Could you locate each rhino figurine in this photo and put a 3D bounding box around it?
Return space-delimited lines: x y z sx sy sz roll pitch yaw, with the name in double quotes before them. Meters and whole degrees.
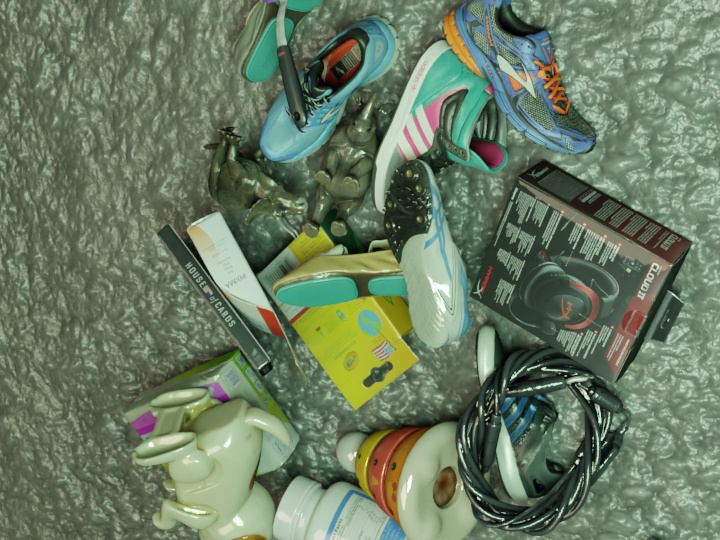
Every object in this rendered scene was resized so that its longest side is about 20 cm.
"rhino figurine" -0.011 -0.122 1.312 0.059 0.088 0.201 24 140 3

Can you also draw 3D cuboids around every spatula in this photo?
"spatula" -0.081 -0.248 1.273 0.056 0.020 0.204 -14 83 40

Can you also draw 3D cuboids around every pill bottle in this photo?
"pill bottle" -0.001 0.324 1.472 0.197 0.112 0.114 21 119 18

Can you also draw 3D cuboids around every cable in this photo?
"cable" 0.181 0.183 1.286 0.163 0.051 0.201 41 92 -8

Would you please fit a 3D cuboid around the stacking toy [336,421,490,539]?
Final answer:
"stacking toy" 0.042 0.236 1.433 0.198 0.145 0.149 8 114 48

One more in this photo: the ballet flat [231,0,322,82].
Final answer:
"ballet flat" -0.086 -0.296 1.333 0.201 0.067 0.064 -52 48 33

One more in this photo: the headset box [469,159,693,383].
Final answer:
"headset box" 0.229 0.005 1.234 0.198 0.075 0.150 31 122 19

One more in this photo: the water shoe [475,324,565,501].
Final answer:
"water shoe" 0.177 0.151 1.343 0.077 0.072 0.204 -12 101 7

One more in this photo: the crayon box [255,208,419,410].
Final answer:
"crayon box" -0.019 0.047 1.426 0.127 0.051 0.201 -39 84 36

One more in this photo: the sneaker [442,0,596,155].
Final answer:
"sneaker" 0.165 -0.197 1.201 0.201 0.075 0.078 49 123 5

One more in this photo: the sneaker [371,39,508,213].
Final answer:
"sneaker" 0.092 -0.123 1.274 0.120 0.083 0.202 37 123 27

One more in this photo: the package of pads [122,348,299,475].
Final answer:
"package of pads" -0.191 0.204 1.571 0.198 0.068 0.156 -24 108 37

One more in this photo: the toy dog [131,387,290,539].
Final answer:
"toy dog" -0.165 0.253 1.479 0.191 0.140 0.203 -15 117 1

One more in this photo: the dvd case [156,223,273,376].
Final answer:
"dvd case" -0.173 0.040 1.480 0.025 0.150 0.201 -37 85 -7

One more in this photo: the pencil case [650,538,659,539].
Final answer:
"pencil case" 0.271 0.373 1.346 0.089 0.078 0.200 39 127 -12

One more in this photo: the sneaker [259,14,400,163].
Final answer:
"sneaker" -0.048 -0.197 1.307 0.079 0.090 0.200 47 113 8

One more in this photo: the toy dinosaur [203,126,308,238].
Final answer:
"toy dinosaur" -0.146 -0.109 1.402 0.198 0.076 0.104 20 105 43

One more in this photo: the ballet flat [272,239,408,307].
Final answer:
"ballet flat" 0.000 0.000 1.350 0.196 0.064 0.069 -3 148 0

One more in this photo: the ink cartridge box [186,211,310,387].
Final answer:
"ink cartridge box" -0.128 0.046 1.418 0.050 0.162 0.202 -26 76 -4

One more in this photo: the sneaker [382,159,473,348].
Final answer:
"sneaker" 0.074 -0.021 1.274 0.071 0.072 0.203 5 114 42
